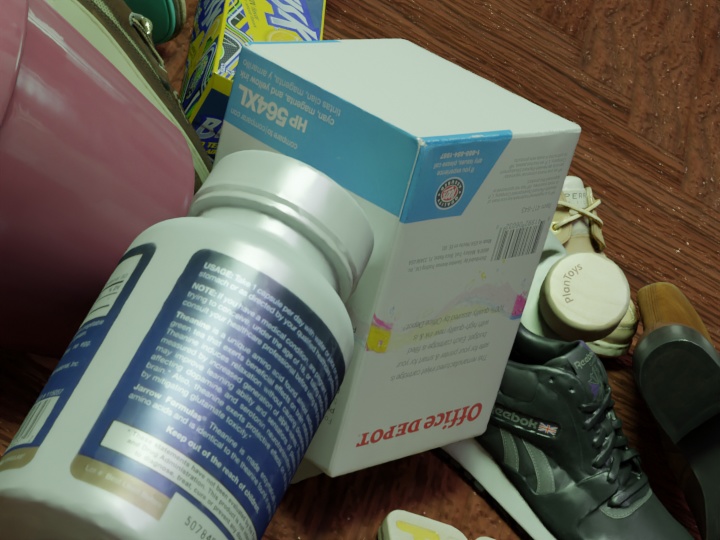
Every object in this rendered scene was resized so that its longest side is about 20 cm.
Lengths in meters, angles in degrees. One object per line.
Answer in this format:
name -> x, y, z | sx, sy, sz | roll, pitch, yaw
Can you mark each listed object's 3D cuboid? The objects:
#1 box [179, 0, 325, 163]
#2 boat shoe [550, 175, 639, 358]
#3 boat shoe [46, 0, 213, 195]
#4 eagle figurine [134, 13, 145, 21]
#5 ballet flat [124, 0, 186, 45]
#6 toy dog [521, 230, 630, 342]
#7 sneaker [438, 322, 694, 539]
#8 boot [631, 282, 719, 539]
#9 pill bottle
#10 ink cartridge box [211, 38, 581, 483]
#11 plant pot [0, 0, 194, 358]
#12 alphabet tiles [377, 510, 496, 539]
box -> -0.066, -0.131, 1.298 | 0.070, 0.064, 0.200 | 25, 30, -14
boat shoe -> 0.112, -0.034, 1.317 | 0.074, 0.069, 0.200 | -3, 47, -47
boat shoe -> -0.122, -0.100, 1.080 | 0.202, 0.075, 0.075 | 56, 44, -29
eagle figurine -> -0.217, -0.173, 1.159 | 0.151, 0.152, 0.200 | -26, 67, -34
ballet flat -> -0.169, -0.224, 1.276 | 0.200, 0.070, 0.065 | 51, 31, -27
toy dog -> 0.059, -0.009, 1.211 | 0.096, 0.132, 0.200 | -32, 56, -24
sneaker -> 0.108, 0.088, 1.117 | 0.200, 0.088, 0.076 | 39, 30, 9
boot -> 0.205, 0.105, 1.205 | 0.188, 0.068, 0.200 | 55, 9, -2
pill bottle -> -0.070, 0.049, 0.906 | 0.111, 0.111, 0.200 | 30, 59, -4
ink cartridge box -> 0.000, 0.000, 1.056 | 0.125, 0.200, 0.128 | 31, 25, 34
plant pot -> -0.183, -0.051, 0.964 | 0.179, 0.200, 0.200 | 30, 26, -38
alphabet tiles -> 0.062, 0.195, 0.992 | 0.195, 0.015, 0.200 | 20, 33, -20
